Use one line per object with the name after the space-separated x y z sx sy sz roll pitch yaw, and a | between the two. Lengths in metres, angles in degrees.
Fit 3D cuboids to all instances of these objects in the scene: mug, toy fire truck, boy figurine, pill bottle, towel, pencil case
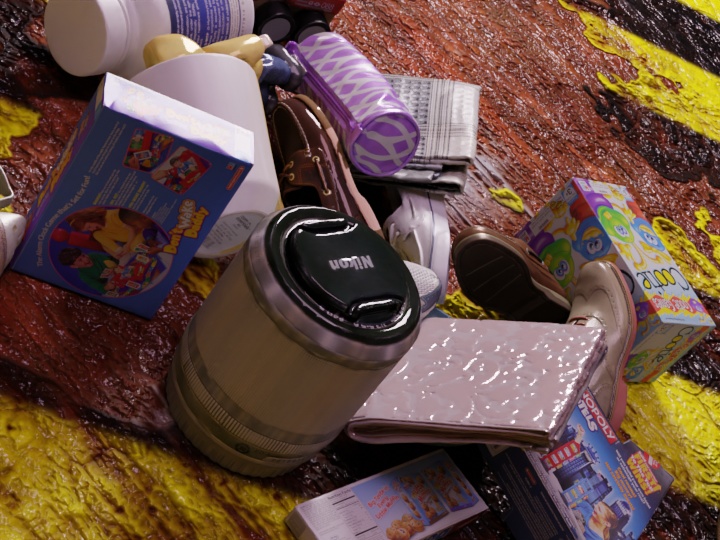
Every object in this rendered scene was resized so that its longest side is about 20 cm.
-0.130 -0.098 1.489 0.186 0.149 0.154 -4 60 -34 | mug
-0.072 -0.342 1.747 0.176 0.200 0.129 6 46 -36 | toy fire truck
-0.145 -0.190 1.580 0.200 0.124 0.065 -4 56 -56 | boy figurine
-0.213 -0.253 1.598 0.120 0.120 0.200 50 37 16 | pill bottle
0.107 0.100 1.416 0.190 0.032 0.200 2 25 24 | towel
0.031 -0.157 1.709 0.192 0.035 0.200 8 40 3 | towel
-0.012 -0.176 1.642 0.085 0.084 0.200 25 17 -40 | pencil case

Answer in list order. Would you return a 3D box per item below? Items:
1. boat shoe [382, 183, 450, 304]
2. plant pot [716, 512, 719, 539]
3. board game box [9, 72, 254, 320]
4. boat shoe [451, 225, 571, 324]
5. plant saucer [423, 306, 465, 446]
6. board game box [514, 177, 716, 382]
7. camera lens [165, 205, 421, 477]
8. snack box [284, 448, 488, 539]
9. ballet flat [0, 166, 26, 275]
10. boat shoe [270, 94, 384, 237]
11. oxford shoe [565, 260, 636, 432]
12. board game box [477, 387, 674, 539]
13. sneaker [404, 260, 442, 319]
0.056 -0.036 1.646 0.065 0.074 0.200 1 35 -4 | boat shoe
0.454 0.214 1.623 0.200 0.201 0.184 30 25 -10 | plant pot
-0.193 -0.058 1.335 0.134 0.200 0.045 21 38 -22 | board game box
0.148 0.001 1.645 0.200 0.072 0.068 42 26 -47 | boat shoe
0.045 0.095 1.509 0.200 0.027 0.200 21 36 -16 | plant saucer
0.275 0.011 1.733 0.103 0.105 0.200 6 47 -46 | board game box
-0.056 0.058 1.326 0.160 0.200 0.160 23 38 -19 | camera lens
0.026 0.211 1.379 0.200 0.024 0.072 -14 58 -47 | snack box
-0.318 -0.050 1.331 0.067 0.068 0.200 1 51 -34 | ballet flat
-0.045 -0.085 1.586 0.070 0.070 0.200 -19 70 -26 | boat shoe
0.233 0.071 1.620 0.075 0.070 0.201 28 53 -35 | oxford shoe
0.206 0.192 1.500 0.200 0.062 0.200 -16 73 -52 | board game box
0.000 0.000 1.490 0.199 0.086 0.078 6 41 -32 | sneaker
